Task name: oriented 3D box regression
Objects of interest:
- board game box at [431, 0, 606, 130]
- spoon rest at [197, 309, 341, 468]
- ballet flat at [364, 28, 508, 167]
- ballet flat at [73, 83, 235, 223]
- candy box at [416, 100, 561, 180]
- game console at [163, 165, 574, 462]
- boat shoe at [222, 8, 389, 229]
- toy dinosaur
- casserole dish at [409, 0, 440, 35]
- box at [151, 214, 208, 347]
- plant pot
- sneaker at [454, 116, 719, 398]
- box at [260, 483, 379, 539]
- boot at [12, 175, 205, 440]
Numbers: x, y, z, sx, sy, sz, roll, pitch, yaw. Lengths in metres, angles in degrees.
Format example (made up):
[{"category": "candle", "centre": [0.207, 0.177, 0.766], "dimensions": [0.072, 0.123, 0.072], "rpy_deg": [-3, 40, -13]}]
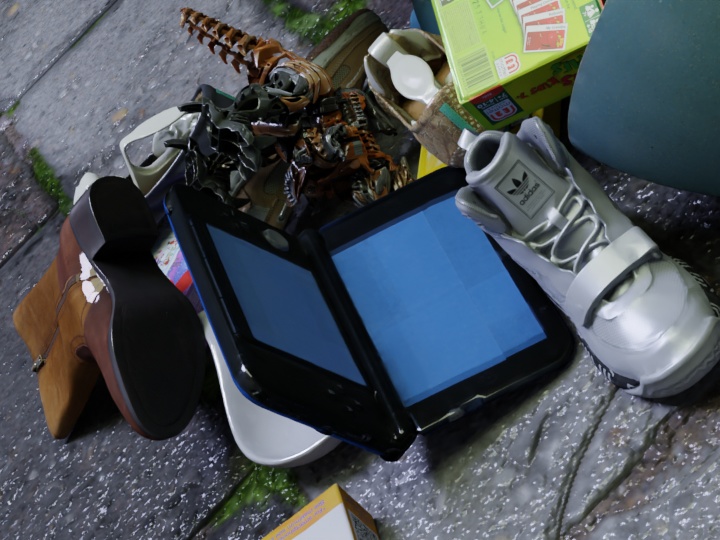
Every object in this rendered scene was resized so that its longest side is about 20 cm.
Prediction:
[{"category": "board game box", "centre": [0.090, -0.197, 1.121], "dimensions": [0.101, 0.048, 0.201], "rpy_deg": [-24, 63, 18]}, {"category": "spoon rest", "centre": [-0.058, 0.061, 1.150], "dimensions": [0.099, 0.061, 0.200], "rpy_deg": [-47, 31, -4]}, {"category": "ballet flat", "centre": [0.040, -0.129, 1.201], "dimensions": [0.071, 0.065, 0.200], "rpy_deg": [-49, 28, 3]}, {"category": "ballet flat", "centre": [-0.164, -0.061, 1.323], "dimensions": [0.200, 0.073, 0.073], "rpy_deg": [-43, 32, 3]}, {"category": "candy box", "centre": [0.092, -0.137, 1.238], "dimensions": [0.102, 0.026, 0.201], "rpy_deg": [-27, 35, 30]}, {"category": "game console", "centre": [0.000, 0.000, 1.059], "dimensions": [0.119, 0.170, 0.200], "rpy_deg": [-51, 38, 19]}, {"category": "boat shoe", "centre": [-0.028, -0.097, 1.293], "dimensions": [0.200, 0.076, 0.072], "rpy_deg": [-54, -8, -19]}, {"category": "toy dinosaur", "centre": [-0.054, -0.096, 1.220], "dimensions": [0.200, 0.103, 0.135], "rpy_deg": [34, 53, 30]}, {"category": "casserole dish", "centre": [0.107, -0.237, 1.279], "dimensions": [0.199, 0.039, 0.122], "rpy_deg": [-30, 32, 21]}, {"category": "box", "centre": [-0.129, -0.025, 1.345], "dimensions": [0.136, 0.039, 0.201], "rpy_deg": [-5, 49, 46]}, {"category": "plant pot", "centre": [0.219, -0.116, 0.951], "dimensions": [0.134, 0.200, 0.201], "rpy_deg": [34, 77, 19]}, {"category": "sneaker", "centre": [0.116, -0.012, 0.981], "dimensions": [0.075, 0.115, 0.200], "rpy_deg": [-46, 31, 7]}, {"category": "box", "centre": [-0.029, 0.216, 0.960], "dimensions": [0.119, 0.041, 0.200], "rpy_deg": [-38, 31, 10]}, {"category": "boot", "centre": [-0.184, 0.064, 1.229], "dimensions": [0.200, 0.068, 0.189], "rpy_deg": [-49, 59, 47]}]
